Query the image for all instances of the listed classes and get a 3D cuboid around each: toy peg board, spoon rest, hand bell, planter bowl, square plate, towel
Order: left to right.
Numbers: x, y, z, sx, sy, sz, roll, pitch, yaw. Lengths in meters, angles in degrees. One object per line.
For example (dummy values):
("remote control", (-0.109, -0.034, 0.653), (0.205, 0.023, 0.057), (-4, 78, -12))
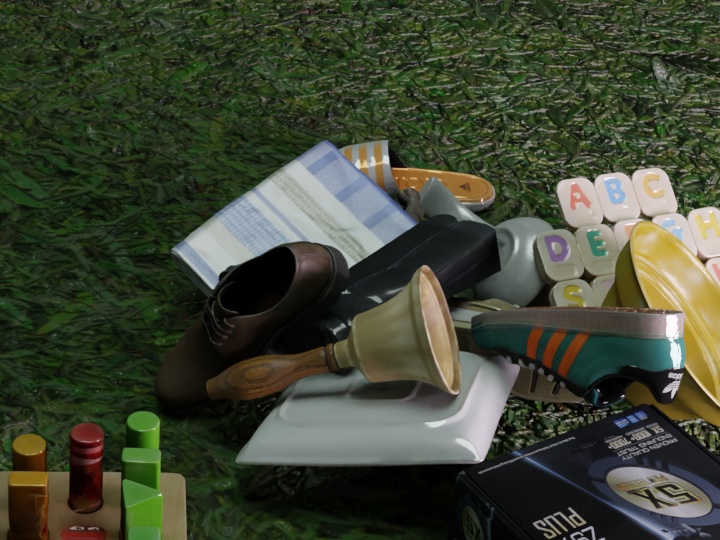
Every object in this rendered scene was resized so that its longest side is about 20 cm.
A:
("toy peg board", (-0.225, 0.186, 1.467), (0.198, 0.098, 0.200), (2, 33, -7))
("towel", (-0.055, -0.020, 1.801), (0.200, 0.024, 0.147), (-38, 70, -27))
("hand bell", (-0.028, 0.072, 1.600), (0.199, 0.105, 0.104), (-16, 30, 14))
("square plate", (0.017, 0.106, 1.622), (0.199, 0.029, 0.198), (-1, 20, 14))
("spoon rest", (0.120, -0.024, 1.869), (0.060, 0.100, 0.200), (31, 8, -37))
("planter bowl", (0.259, 0.064, 1.709), (0.200, 0.083, 0.201), (42, 28, -29))

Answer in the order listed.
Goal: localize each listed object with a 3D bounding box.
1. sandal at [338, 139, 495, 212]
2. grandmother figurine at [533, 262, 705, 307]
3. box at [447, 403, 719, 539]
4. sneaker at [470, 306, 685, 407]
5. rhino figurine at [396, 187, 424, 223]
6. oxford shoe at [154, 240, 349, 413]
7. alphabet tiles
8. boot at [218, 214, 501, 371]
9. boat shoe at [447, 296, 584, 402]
("sandal", (0.034, -0.100, 1.983), (0.205, 0.060, 0.079), (1, 33, -8))
("grandmother figurine", (0.259, 0.020, 1.844), (0.199, 0.061, 0.122), (-4, 62, -20))
("box", (0.192, 0.202, 1.521), (0.199, 0.087, 0.164), (-16, 39, -30))
("sneaker", (0.171, 0.069, 1.617), (0.199, 0.081, 0.071), (1, 2, 41))
("rhino figurine", (-0.031, -0.024, 1.855), (0.199, 0.060, 0.088), (-7, 46, -13))
("oxford shoe", (-0.108, 0.040, 1.635), (0.084, 0.200, 0.073), (18, 33, -55))
("alphabet tiles", (0.255, 0.000, 1.807), (0.199, 0.015, 0.197), (-8, 70, -22))
("boot", (0.001, 0.000, 1.738), (0.164, 0.066, 0.200), (28, 49, 35))
("boat shoe", (0.119, 0.058, 1.741), (0.199, 0.075, 0.069), (13, 39, 12))
